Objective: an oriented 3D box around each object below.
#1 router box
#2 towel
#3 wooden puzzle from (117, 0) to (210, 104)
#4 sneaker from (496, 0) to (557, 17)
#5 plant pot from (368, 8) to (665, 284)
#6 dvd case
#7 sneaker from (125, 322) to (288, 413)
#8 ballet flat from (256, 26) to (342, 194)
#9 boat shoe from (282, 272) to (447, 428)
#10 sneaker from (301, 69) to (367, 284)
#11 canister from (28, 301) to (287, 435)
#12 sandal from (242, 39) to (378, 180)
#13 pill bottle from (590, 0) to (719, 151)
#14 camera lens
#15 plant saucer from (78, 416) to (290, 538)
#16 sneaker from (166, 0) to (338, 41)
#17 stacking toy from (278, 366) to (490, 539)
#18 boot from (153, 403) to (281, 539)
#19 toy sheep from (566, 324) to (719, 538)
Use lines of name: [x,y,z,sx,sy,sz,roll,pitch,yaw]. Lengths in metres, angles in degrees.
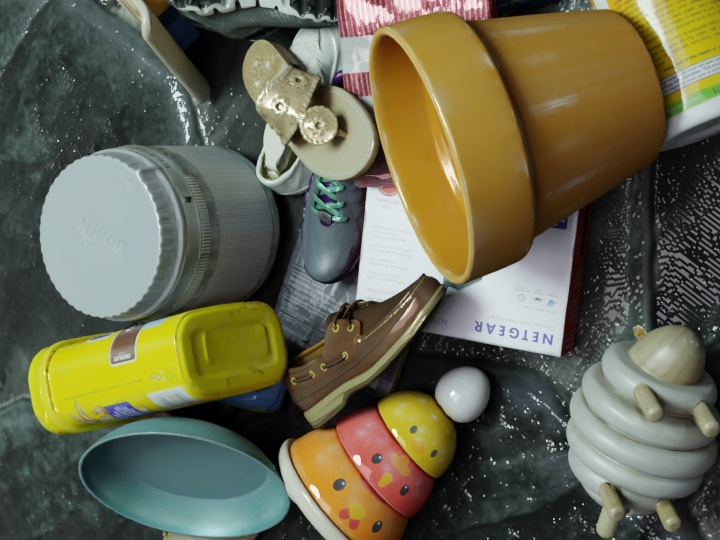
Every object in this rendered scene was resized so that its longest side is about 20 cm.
router box: [0.101,-0.032,1.224,0.197,0.049,0.182,9,99,23]
towel: [0.051,-0.174,1.181,0.142,0.023,0.203,-1,101,24]
wooden puzzle: [-0.218,-0.272,1.338,0.046,0.185,0.201,-39,71,-1]
sneaker: [0.100,-0.241,1.202,0.199,0.078,0.076,-30,79,28]
plant pot: [0.126,-0.114,1.067,0.181,0.200,0.203,-19,83,-11]
dvd case: [0.000,0.000,1.315,0.147,0.016,0.203,26,105,26]
sneaker: [-0.152,0.084,1.391,0.197,0.071,0.084,14,81,31]
ballet flat: [-0.052,-0.166,1.305,0.069,0.069,0.203,24,105,26]
boat shoe: [-0.003,0.062,1.216,0.068,0.072,0.200,45,127,-1]
sneaker: [-0.026,-0.090,1.262,0.074,0.087,0.203,14,91,26]
canister: [-0.182,0.088,1.261,0.198,0.148,0.088,-15,85,38]
sandal: [-0.068,-0.145,1.214,0.212,0.069,0.078,47,119,45]
pill bottle: [0.245,-0.207,1.101,0.110,0.111,0.203,-23,83,29]
camera lens: [-0.183,-0.037,1.314,0.158,0.199,0.163,3,96,30]
plant saucer: [-0.160,0.187,1.287,0.198,0.200,0.036,-17,46,30]
sneaker: [-0.082,-0.249,1.274,0.197,0.091,0.068,2,78,-2]
stacking toy: [0.036,0.156,1.262,0.200,0.146,0.146,-44,73,9]
boot: [-0.178,0.219,1.406,0.199,0.073,0.157,35,110,14]
toy sheep: [0.228,0.134,1.129,0.137,0.137,0.202,31,114,24]
